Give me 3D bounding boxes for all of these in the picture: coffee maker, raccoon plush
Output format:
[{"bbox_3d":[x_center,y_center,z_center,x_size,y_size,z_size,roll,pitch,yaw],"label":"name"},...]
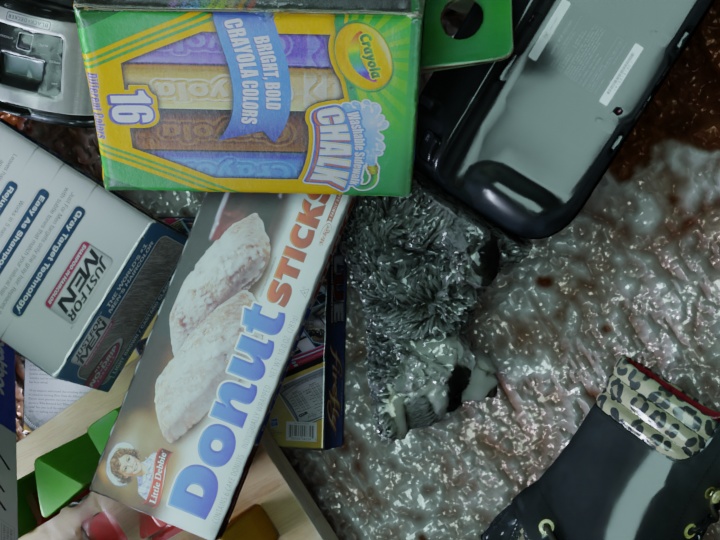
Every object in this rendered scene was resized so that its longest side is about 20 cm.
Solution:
[{"bbox_3d":[-0.141,-0.196,0.869,0.134,0.192,0.201,27,117,33],"label":"coffee maker"},{"bbox_3d":[0.000,0.000,0.842,0.200,0.097,0.134,37,104,16],"label":"raccoon plush"}]

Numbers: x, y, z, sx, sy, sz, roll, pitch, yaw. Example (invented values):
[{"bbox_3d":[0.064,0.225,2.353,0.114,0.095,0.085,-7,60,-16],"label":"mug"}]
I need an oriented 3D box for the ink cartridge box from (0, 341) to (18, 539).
[{"bbox_3d":[-0.233,0.084,0.807,0.044,0.094,0.200,-41,33,14],"label":"ink cartridge box"}]

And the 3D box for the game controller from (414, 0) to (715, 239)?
[{"bbox_3d":[0.105,-0.117,0.765,0.104,0.042,0.200,33,104,6],"label":"game controller"}]

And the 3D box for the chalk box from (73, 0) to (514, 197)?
[{"bbox_3d":[-0.027,-0.120,0.736,0.199,0.124,0.125,3,51,-1],"label":"chalk box"}]

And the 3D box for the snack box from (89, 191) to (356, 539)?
[{"bbox_3d":[-0.068,0.032,0.775,0.072,0.024,0.201,21,86,6],"label":"snack box"}]

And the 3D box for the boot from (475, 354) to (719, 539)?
[{"bbox_3d":[0.171,0.157,0.788,0.203,0.073,0.154,36,97,17],"label":"boot"}]

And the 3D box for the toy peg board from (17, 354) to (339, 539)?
[{"bbox_3d":[-0.132,0.171,0.854,0.200,0.098,0.200,-34,86,21],"label":"toy peg board"}]

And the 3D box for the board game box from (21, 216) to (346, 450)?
[{"bbox_3d":[-0.107,0.035,0.906,0.199,0.035,0.136,1,89,19],"label":"board game box"}]

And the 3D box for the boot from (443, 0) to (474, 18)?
[{"bbox_3d":[0.055,-0.147,0.838,0.154,0.072,0.201,-10,84,20],"label":"boot"}]

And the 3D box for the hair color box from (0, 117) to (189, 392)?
[{"bbox_3d":[-0.200,-0.026,0.843,0.200,0.061,0.100,32,89,24],"label":"hair color box"}]
